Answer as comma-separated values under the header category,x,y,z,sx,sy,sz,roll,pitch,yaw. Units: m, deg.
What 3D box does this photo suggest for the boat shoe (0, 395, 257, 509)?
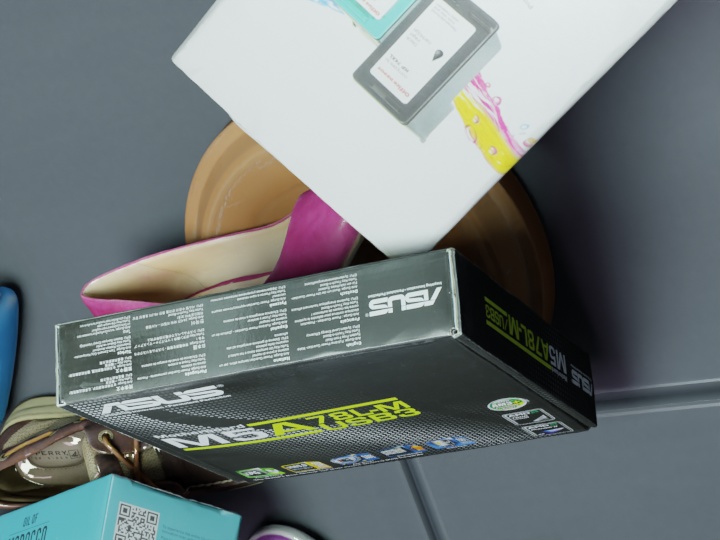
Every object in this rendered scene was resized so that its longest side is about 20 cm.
category,x,y,z,sx,sy,sz,roll,pitch,yaw
boat shoe,-0.125,0.105,1.360,0.199,0.072,0.072,-3,117,28

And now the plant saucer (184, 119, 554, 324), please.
category,x,y,z,sx,sy,sz,roll,pitch,yaw
plant saucer,0.000,0.000,1.262,0.200,0.032,0.201,13,124,19

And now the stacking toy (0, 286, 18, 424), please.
category,x,y,z,sx,sy,sz,roll,pitch,yaw
stacking toy,-0.296,0.028,1.395,0.200,0.116,0.110,29,128,25

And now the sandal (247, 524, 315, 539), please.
category,x,y,z,sx,sy,sz,roll,pitch,yaw
sandal,-0.051,0.234,1.416,0.082,0.050,0.203,21,126,13

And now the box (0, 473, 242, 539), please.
category,x,y,z,sx,sy,sz,roll,pitch,yaw
box,-0.153,0.163,1.369,0.082,0.049,0.200,21,155,-28

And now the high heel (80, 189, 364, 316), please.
category,x,y,z,sx,sy,sz,roll,pitch,yaw
high heel,-0.064,-0.010,1.226,0.096,0.067,0.200,33,142,-8

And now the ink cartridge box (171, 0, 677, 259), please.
category,x,y,z,sx,sy,sz,roll,pitch,yaw
ink cartridge box,0.048,-0.134,1.084,0.146,0.147,0.200,42,129,-3

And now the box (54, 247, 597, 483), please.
category,x,y,z,sx,sy,sz,roll,pitch,yaw
box,-0.011,0.050,1.168,0.199,0.193,0.048,-10,73,20
